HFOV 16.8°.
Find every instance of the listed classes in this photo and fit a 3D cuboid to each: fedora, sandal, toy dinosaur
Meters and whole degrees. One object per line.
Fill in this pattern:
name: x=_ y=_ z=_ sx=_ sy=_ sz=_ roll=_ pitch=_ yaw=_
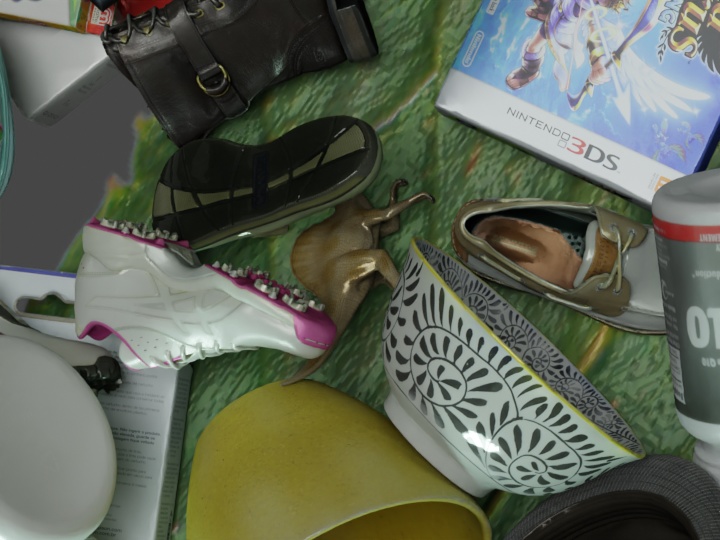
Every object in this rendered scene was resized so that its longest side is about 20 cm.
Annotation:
fedora: x=0.167 y=0.220 z=1.543 sx=0.199 sy=0.090 sz=0.177 roll=-35 pitch=46 yaw=10
sandal: x=-0.062 y=-0.050 z=1.634 sx=0.200 sy=0.057 sz=0.080 roll=-8 pitch=64 yaw=36
toy dinosaur: x=0.000 y=0.000 z=1.629 sx=0.100 sy=0.058 sz=0.201 roll=-2 pitch=59 yaw=11

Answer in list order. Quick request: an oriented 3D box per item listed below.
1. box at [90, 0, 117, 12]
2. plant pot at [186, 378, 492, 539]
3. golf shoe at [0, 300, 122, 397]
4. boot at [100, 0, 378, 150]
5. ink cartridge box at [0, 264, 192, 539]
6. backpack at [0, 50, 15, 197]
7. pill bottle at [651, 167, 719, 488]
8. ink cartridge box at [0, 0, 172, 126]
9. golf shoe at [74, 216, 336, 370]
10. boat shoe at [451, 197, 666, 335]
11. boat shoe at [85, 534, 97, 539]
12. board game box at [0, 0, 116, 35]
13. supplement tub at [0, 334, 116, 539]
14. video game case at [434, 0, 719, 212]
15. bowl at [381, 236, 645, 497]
box: x=-0.113 y=-0.268 z=1.624 sx=0.200 sy=0.110 sz=0.035 roll=-39 pitch=68 yaw=-17
plant pot: x=-0.033 y=0.155 z=1.577 sx=0.199 sy=0.200 sz=0.142 roll=-34 pitch=57 yaw=7
golf shoe: x=-0.255 y=0.043 z=1.641 sx=0.198 sy=0.077 sz=0.089 roll=5 pitch=75 yaw=13
boot: x=-0.095 y=-0.184 z=1.635 sx=0.173 sy=0.069 sz=0.201 roll=-21 pitch=115 yaw=7
ink cartridge box: x=-0.217 y=0.101 z=1.683 sx=0.195 sy=0.043 sz=0.202 roll=7 pitch=84 yaw=14
backpack: x=-0.325 y=-0.096 z=1.659 sx=0.199 sy=0.153 sz=0.177 roll=-15 pitch=79 yaw=36
pill bottle: x=0.249 y=0.042 z=1.525 sx=0.113 sy=0.114 sz=0.202 roll=-6 pitch=104 yaw=12
ink cartridge box: x=-0.211 y=-0.233 z=1.711 sx=0.176 sy=0.045 sz=0.201 roll=-36 pitch=79 yaw=8
golf shoe: x=-0.105 y=0.032 z=1.583 sx=0.199 sy=0.075 sz=0.092 roll=21 pitch=94 yaw=31
boat shoe: x=0.156 y=-0.004 z=1.595 sx=0.198 sy=0.068 sz=0.075 roll=9 pitch=84 yaw=10
boat shoe: x=-0.211 y=0.260 z=1.641 sx=0.068 sy=0.072 sz=0.201 roll=29 pitch=126 yaw=46
board game box: x=-0.257 y=-0.226 z=1.686 sx=0.198 sy=0.030 sz=0.096 roll=12 pitch=88 yaw=12
supplement tub: x=-0.267 y=0.142 z=1.564 sx=0.199 sy=0.145 sz=0.146 roll=-31 pitch=78 yaw=38
video game case: x=0.172 y=-0.160 z=1.620 sx=0.180 sy=0.045 sz=0.201 roll=25 pitch=90 yaw=12
bowl: x=0.077 y=0.081 z=1.541 sx=0.201 sy=0.201 sz=0.094 roll=44 pitch=98 yaw=12
